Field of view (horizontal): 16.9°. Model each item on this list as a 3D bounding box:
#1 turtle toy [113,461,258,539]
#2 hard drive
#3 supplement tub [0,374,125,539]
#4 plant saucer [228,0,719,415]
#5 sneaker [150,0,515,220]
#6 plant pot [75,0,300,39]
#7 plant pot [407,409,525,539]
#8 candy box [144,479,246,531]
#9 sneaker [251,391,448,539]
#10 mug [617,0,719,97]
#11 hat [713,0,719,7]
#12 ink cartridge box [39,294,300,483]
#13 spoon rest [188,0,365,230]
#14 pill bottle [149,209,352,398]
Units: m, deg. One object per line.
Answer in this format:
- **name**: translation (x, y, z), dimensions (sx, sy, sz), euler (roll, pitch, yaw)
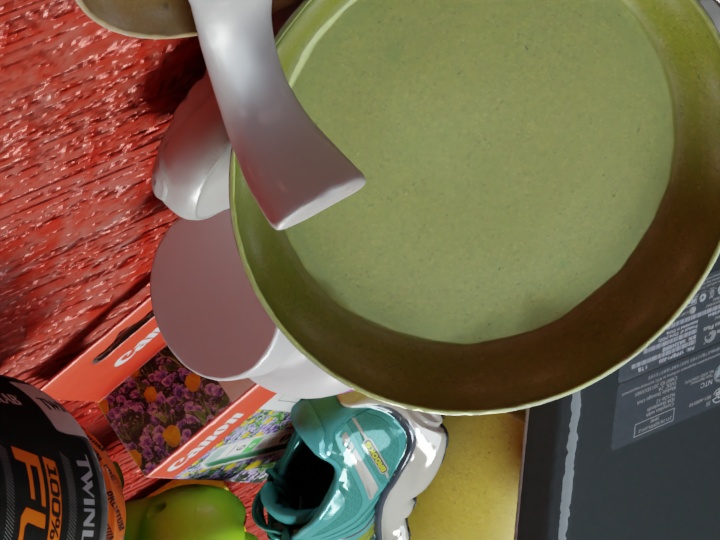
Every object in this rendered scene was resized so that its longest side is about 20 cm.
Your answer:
- **turtle toy**: translation (-0.148, 0.156, 1.191), dimensions (0.200, 0.101, 0.146), euler (-28, 160, -16)
- **hard drive**: translation (0.138, 0.065, 1.160), dimensions (0.139, 0.033, 0.200), euler (-19, 126, -34)
- **supplement tub**: translation (-0.181, 0.097, 0.969), dimensions (0.123, 0.123, 0.200), euler (-40, 161, 13)
- **plant saucer**: translation (0.047, -0.042, 0.922), dimensions (0.200, 0.200, 0.031), euler (-37, -155, 4)
- **sneaker**: translation (0.014, -0.061, 0.958), dimensions (0.200, 0.099, 0.078), euler (-28, 159, -21)
- **plant pot**: translation (-0.017, -0.153, 0.801), dimensions (0.200, 0.027, 0.200), euler (-31, 161, -12)
- **plant pot**: translation (0.096, 0.072, 1.268), dimensions (0.200, 0.200, 0.142), euler (-28, 156, -20)
- **candy box**: translation (-0.157, 0.179, 1.352), dimensions (0.200, 0.026, 0.102), euler (-33, 164, -8)
- **sneaker**: translation (-0.020, 0.115, 1.226), dimensions (0.080, 0.078, 0.200), euler (-16, 145, -25)
- **mug**: translation (0.174, -0.122, 0.999), dimensions (0.200, 0.148, 0.175), euler (-24, 140, -36)
- **hat**: translation (0.123, -0.175, 0.841), dimensions (0.201, 0.201, 0.081), euler (-19, -167, -40)
- **ink cartridge box**: translation (-0.062, 0.051, 1.168), dimensions (0.109, 0.050, 0.200), euler (-40, 162, 13)
- **spoon rest**: translation (-0.029, -0.100, 0.802), dimensions (0.099, 0.061, 0.200), euler (-29, 147, -22)
- **pill bottle**: translation (0.000, 0.000, 1.073), dimensions (0.200, 0.104, 0.104), euler (-9, 148, -52)
